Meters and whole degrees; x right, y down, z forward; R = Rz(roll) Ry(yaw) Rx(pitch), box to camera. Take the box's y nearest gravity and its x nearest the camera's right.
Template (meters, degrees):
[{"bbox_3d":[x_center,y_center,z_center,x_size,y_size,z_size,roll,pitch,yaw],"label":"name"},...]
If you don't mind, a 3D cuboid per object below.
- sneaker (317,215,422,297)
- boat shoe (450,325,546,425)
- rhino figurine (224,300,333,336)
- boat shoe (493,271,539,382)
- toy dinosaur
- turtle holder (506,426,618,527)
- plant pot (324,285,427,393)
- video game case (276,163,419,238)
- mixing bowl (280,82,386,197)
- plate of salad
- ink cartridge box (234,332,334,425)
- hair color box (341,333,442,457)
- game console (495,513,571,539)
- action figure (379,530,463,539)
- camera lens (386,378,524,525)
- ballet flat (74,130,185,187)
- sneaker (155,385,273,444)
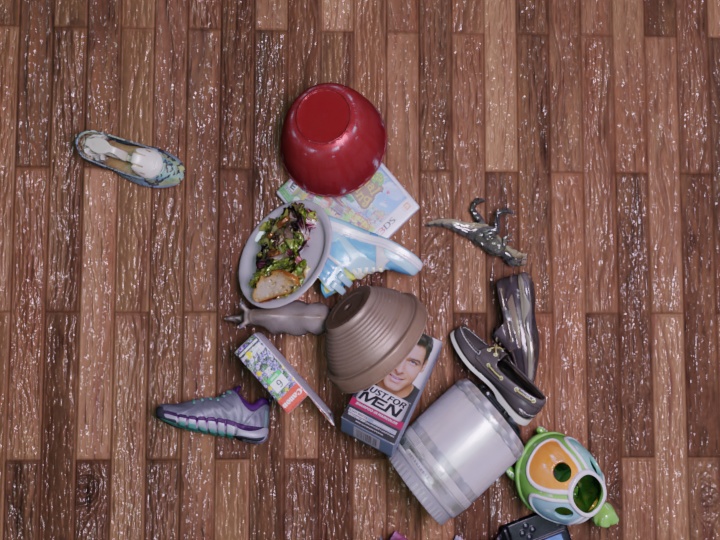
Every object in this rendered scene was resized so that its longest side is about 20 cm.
[{"bbox_3d":[0.000,0.000,1.204,0.195,0.080,0.134,22,85,9],"label":"sneaker"},{"bbox_3d":[0.235,0.165,1.199,0.202,0.071,0.061,50,120,22],"label":"boat shoe"},{"bbox_3d":[-0.138,0.081,1.207,0.193,0.087,0.062,1,85,1],"label":"rhino figurine"},{"bbox_3d":[0.275,0.107,1.238,0.071,0.074,0.207,-3,91,23],"label":"boat shoe"},{"bbox_3d":[0.222,-0.079,1.254,0.196,0.047,0.090,25,93,3],"label":"toy dinosaur"},{"bbox_3d":[0.344,0.367,1.173,0.138,0.131,0.190,-25,104,-20],"label":"turtle holder"},{"bbox_3d":[0.006,0.093,1.147,0.200,0.201,0.093,-43,109,-4],"label":"plant pot"},{"bbox_3d":[-0.022,-0.126,1.258,0.182,0.022,0.201,-42,89,-4],"label":"video game case"},{"bbox_3d":[-0.056,-0.242,1.201,0.194,0.109,0.207,-2,76,7],"label":"mixing bowl"},{"bbox_3d":[-0.135,-0.035,1.185,0.196,0.048,0.205,-17,56,27],"label":"plate of salad"},{"bbox_3d":[-0.126,0.196,1.190,0.050,0.109,0.201,-41,89,-4],"label":"ink cartridge box"},{"bbox_3d":[0.054,0.192,1.171,0.097,0.061,0.202,23,58,13],"label":"hair color box"},{"bbox_3d":[0.306,0.535,1.180,0.168,0.119,0.205,-19,88,-3],"label":"game console"},{"bbox_3d":[0.117,0.510,1.164,0.195,0.149,0.138,17,82,6],"label":"action figure"},{"bbox_3d":[0.161,0.296,1.168,0.199,0.160,0.161,-40,88,-4],"label":"camera lens"},{"bbox_3d":[-0.407,-0.195,1.226,0.194,0.074,0.076,14,86,-1],"label":"ballet flat"},{"bbox_3d":[-0.250,0.239,1.213,0.194,0.075,0.090,14,69,-9],"label":"sneaker"}]
